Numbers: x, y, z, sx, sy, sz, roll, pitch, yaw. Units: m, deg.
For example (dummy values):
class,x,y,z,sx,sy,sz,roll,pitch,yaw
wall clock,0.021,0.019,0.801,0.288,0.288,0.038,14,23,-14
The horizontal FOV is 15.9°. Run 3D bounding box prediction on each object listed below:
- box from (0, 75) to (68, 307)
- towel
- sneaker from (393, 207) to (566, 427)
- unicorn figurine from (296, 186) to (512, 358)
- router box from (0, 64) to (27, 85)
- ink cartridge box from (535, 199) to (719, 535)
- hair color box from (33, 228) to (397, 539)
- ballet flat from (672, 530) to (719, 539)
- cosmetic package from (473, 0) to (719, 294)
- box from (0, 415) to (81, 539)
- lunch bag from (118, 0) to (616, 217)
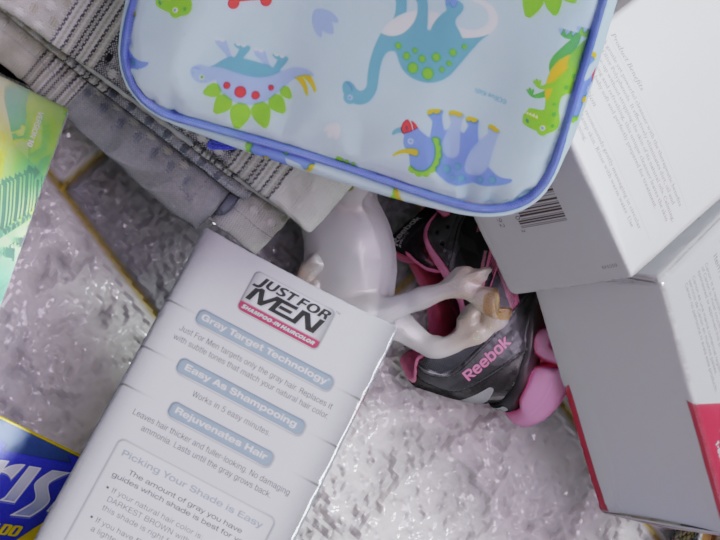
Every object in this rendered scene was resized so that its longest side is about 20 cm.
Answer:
class,x,y,z,sx,sy,sz,roll,pitch,yaw
box,-0.235,-0.043,1.090,0.199,0.036,0.145,25,68,-23
towel,-0.051,-0.123,1.145,0.192,0.035,0.200,37,103,-23
sneaker,0.063,-0.026,1.288,0.095,0.079,0.202,8,81,-14
unicorn figurine,0.000,0.000,1.235,0.136,0.074,0.202,-4,76,14
router box,-0.116,-0.157,1.167,0.199,0.052,0.158,23,108,-19
ink cartridge box,0.186,0.014,1.291,0.200,0.085,0.148,-40,121,-41
hair color box,-0.071,0.093,1.122,0.099,0.061,0.201,27,62,0
ballet flat,0.192,0.159,1.335,0.072,0.072,0.202,19,78,-24
cosmetic package,0.136,-0.085,1.216,0.200,0.085,0.108,-37,107,-38
box,-0.145,0.116,1.167,0.199,0.070,0.065,28,70,-22
lunch bag,0.005,-0.116,1.077,0.199,0.083,0.162,17,109,4
